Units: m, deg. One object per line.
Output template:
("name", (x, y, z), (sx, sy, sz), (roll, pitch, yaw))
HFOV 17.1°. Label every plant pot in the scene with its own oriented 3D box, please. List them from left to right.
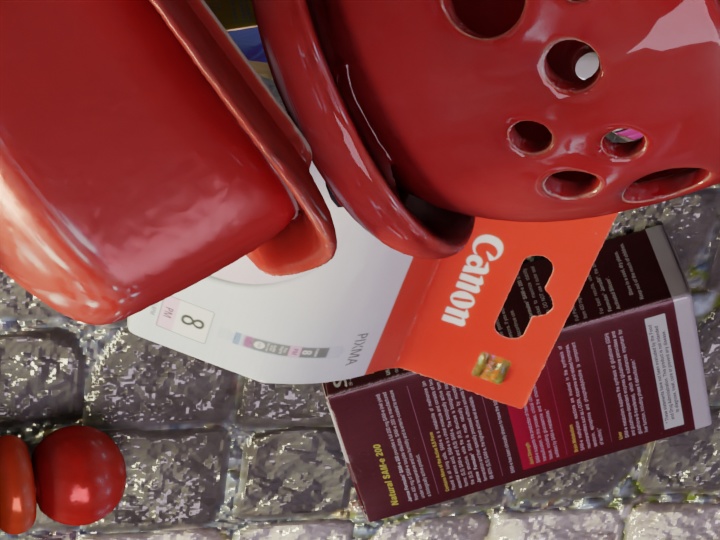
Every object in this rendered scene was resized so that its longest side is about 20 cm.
("plant pot", (0.062, -0.112, 0.960), (0.182, 0.201, 0.201), (-20, 135, 17))

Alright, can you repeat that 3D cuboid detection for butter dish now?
("butter dish", (-0.123, -0.048, 0.952), (0.148, 0.200, 0.200), (-38, 95, -11))

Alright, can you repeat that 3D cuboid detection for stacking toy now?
("stacking toy", (-0.224, 0.120, 1.278), (0.199, 0.086, 0.086), (-7, 134, -16))

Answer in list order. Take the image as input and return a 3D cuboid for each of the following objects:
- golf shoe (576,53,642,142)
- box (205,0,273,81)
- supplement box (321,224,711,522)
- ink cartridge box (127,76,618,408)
("golf shoe", (0.174, -0.096, 1.167), (0.199, 0.073, 0.092), (10, 132, -32))
("box", (-0.118, -0.071, 1.141), (0.199, 0.042, 0.119), (-11, 135, -7))
("supplement box", (0.082, 0.057, 1.295), (0.199, 0.061, 0.109), (-16, 134, 0))
("ink cartridge box", (0.000, 0.000, 1.124), (0.199, 0.057, 0.163), (23, 138, 2))
